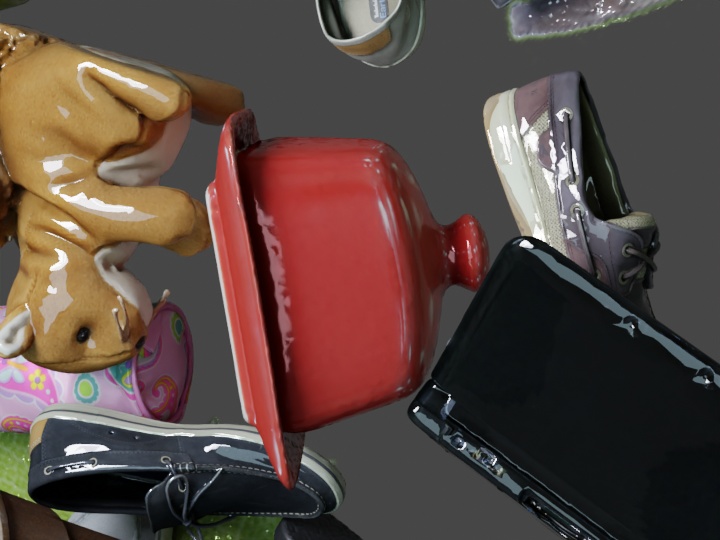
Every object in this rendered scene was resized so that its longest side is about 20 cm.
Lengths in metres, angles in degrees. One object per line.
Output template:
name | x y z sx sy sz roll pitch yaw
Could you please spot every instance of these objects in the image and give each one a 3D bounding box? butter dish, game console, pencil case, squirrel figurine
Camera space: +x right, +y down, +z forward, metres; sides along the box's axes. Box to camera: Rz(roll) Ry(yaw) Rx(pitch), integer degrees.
butter dish | 0.000 0.000 0.933 0.147 0.200 0.201 -10 97 2
game console | 0.138 0.095 0.901 0.200 0.176 0.117 36 87 15
pencil case | -0.207 0.061 1.069 0.199 0.087 0.088 0 100 23
squirrel figurine | -0.185 -0.041 0.974 0.199 0.142 0.188 17 98 1

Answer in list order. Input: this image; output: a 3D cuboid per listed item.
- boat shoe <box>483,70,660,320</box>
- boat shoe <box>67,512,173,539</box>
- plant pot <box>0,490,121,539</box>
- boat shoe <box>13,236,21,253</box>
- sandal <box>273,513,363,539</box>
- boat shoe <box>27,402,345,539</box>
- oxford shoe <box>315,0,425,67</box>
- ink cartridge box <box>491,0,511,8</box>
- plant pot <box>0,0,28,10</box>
boat shoe | 0.132 -0.015 0.914 0.065 0.072 0.201 -26 83 30
boat shoe | -0.196 0.217 1.099 0.070 0.071 0.201 42 113 12
plant pot | -0.164 0.240 0.982 0.200 0.197 0.201 -38 43 46
boat shoe | -0.208 -0.095 1.058 0.075 0.075 0.203 -26 94 12
sandal | 0.024 0.220 1.006 0.200 0.075 0.045 37 113 22
boat shoe | -0.108 0.129 1.000 0.199 0.063 0.075 9 142 5
oxford shoe | -0.007 -0.216 0.947 0.075 0.058 0.201 -9 94 27
ink cartridge box | 0.089 -0.268 0.856 0.200 0.047 0.198 -32 100 39
plant pot | -0.163 -0.244 0.954 0.189 0.200 0.202 -3 98 13
